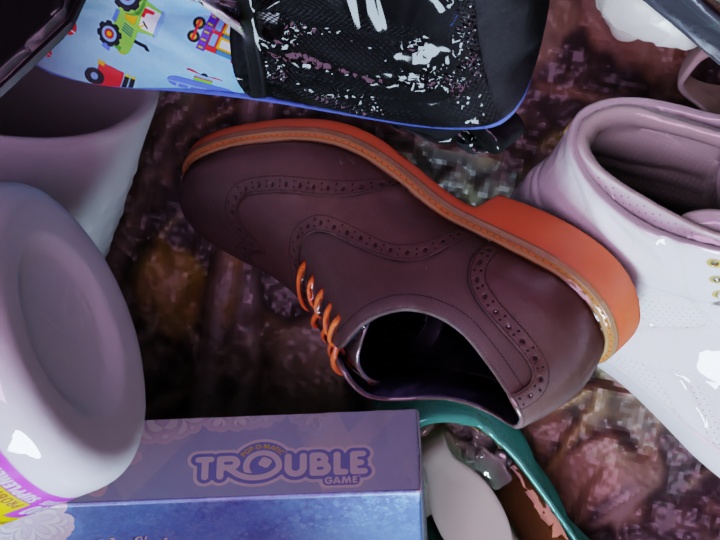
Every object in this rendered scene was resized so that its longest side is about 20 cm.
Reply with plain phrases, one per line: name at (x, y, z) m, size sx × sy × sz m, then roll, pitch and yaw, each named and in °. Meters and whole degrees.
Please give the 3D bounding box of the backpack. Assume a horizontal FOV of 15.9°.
backpack at (-0.031, -0.145, 0.870) m, size 0.198 × 0.183 × 0.135 m, roll 6°, pitch 142°, yaw 13°

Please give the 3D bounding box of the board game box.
board game box at (-0.072, 0.135, 0.977) m, size 0.198 × 0.044 × 0.200 m, roll -3°, pitch 135°, yaw 2°

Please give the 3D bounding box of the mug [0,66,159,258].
mug at (-0.186, -0.029, 0.969) m, size 0.200 × 0.147 × 0.176 m, roll 38°, pitch 123°, yaw 26°

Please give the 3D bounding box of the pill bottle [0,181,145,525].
pill bottle at (-0.178, 0.051, 0.851) m, size 0.199 × 0.104 × 0.105 m, roll -21°, pitch 102°, yaw 20°

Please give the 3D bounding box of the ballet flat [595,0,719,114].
ballet flat at (0.126, -0.090, 0.905) m, size 0.200 × 0.073 × 0.073 m, roll 39°, pitch 111°, yaw -22°

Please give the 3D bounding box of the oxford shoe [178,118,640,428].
oxford shoe at (0.000, 0.000, 0.933) m, size 0.199 × 0.073 × 0.071 m, roll 19°, pitch 142°, yaw 36°

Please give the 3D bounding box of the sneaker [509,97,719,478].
sneaker at (0.143, 0.016, 0.918) m, size 0.199 × 0.074 × 0.116 m, roll 31°, pitch 153°, yaw 1°

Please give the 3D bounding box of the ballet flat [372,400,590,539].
ballet flat at (0.065, 0.125, 0.994) m, size 0.067 × 0.070 × 0.201 m, roll -32°, pitch 99°, yaw 18°

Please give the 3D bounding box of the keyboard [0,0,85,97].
keyboard at (-0.186, -0.051, 0.838) m, size 0.200 × 0.021 × 0.127 m, roll -41°, pitch 54°, yaw 2°
